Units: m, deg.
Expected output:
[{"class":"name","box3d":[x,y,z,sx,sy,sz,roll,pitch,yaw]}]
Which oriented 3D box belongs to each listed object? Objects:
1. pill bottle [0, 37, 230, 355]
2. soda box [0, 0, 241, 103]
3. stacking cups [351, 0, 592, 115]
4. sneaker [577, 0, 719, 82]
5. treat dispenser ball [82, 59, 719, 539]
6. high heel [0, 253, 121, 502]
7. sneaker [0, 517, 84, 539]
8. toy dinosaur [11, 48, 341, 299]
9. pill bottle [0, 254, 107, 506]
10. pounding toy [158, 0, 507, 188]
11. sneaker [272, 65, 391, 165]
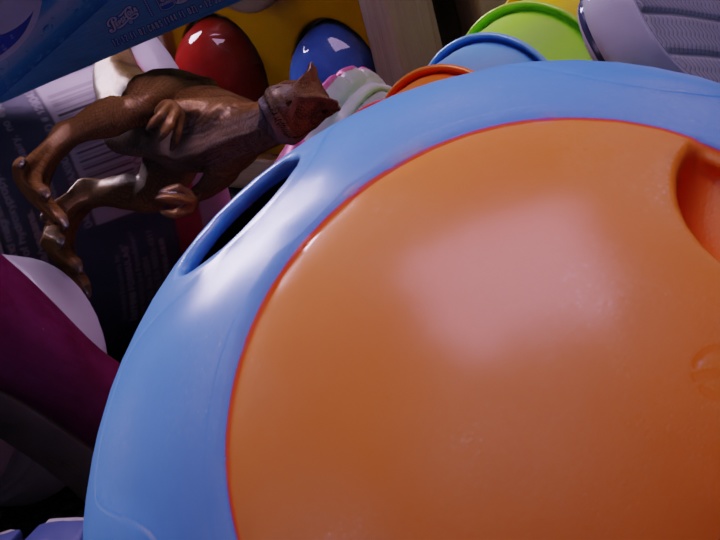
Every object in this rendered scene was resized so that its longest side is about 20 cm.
[{"class":"pill bottle","box3d":[-0.155,-0.007,1.061,0.199,0.120,0.120,-21,20,-19]},{"class":"soda box","box3d":[-0.126,-0.096,0.979,0.199,0.064,0.068,-23,28,8]},{"class":"stacking cups","box3d":[0.039,-0.050,0.957,0.060,0.061,0.200,-6,13,23]},{"class":"sneaker","box3d":[0.114,-0.047,0.980,0.071,0.073,0.200,-30,-26,22]},{"class":"treat dispenser ball","box3d":[0.043,0.058,0.612,0.200,0.202,0.201,-13,19,4]},{"class":"high heel","box3d":[-0.069,0.024,0.850,0.067,0.097,0.200,-6,-11,41]},{"class":"sneaker","box3d":[-0.141,0.117,0.762,0.198,0.081,0.115,-7,18,15]},{"class":"toy dinosaur","box3d":[-0.068,-0.048,0.983,0.106,0.061,0.200,-38,29,-15]},{"class":"pill bottle","box3d":[-0.171,0.030,0.900,0.112,0.113,0.200,1,-2,38]},{"class":"pounding toy","box3d":[-0.036,-0.134,1.206,0.142,0.201,0.184,-30,24,-37]},{"class":"sneaker","box3d":[0.000,0.000,0.993,0.088,0.082,0.200,32,26,-3]}]
